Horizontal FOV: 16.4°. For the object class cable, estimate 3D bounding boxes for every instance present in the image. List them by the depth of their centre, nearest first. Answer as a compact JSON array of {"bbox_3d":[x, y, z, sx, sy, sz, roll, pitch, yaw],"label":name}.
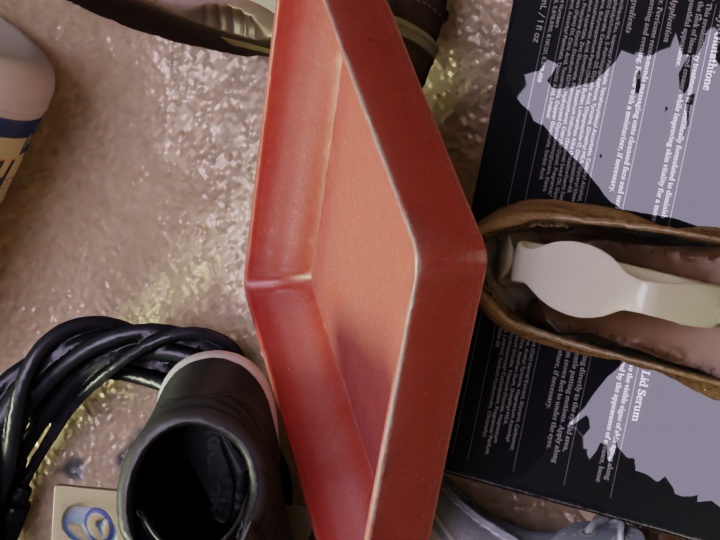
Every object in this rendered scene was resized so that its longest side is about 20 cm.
[{"bbox_3d":[-0.104,0.115,1.071,0.163,0.051,0.200,37,104,19],"label":"cable"}]

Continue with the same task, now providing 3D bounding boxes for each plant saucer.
[{"bbox_3d":[0.000,0.000,0.944,0.200,0.037,0.200,-109,20,-44],"label":"plant saucer"}]

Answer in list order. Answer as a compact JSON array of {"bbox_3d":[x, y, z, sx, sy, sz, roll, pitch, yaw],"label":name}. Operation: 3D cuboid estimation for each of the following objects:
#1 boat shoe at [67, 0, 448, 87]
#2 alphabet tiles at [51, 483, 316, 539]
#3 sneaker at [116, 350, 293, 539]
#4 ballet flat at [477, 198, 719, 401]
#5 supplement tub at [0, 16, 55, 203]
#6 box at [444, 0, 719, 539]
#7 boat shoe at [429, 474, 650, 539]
[{"bbox_3d":[-0.052,-0.133,1.048,0.202,0.075,0.075,17,83,20],"label":"boat shoe"},{"bbox_3d":[-0.067,0.176,1.040,0.200,0.006,0.167,4,96,9],"label":"alphabet tiles"},{"bbox_3d":[-0.056,0.135,0.980,0.071,0.099,0.200,-8,93,8],"label":"sneaker"},{"bbox_3d":[0.121,0.012,0.867,0.200,0.072,0.068,15,95,25],"label":"ballet flat"},{"bbox_3d":[-0.236,-0.031,1.089,0.145,0.145,0.200,32,103,23],"label":"supplement tub"},{"bbox_3d":[0.117,-0.007,0.950,0.141,0.079,0.200,14,95,28],"label":"box"},{"bbox_3d":[0.098,0.134,0.969,0.201,0.070,0.072,39,94,19],"label":"boat shoe"}]
